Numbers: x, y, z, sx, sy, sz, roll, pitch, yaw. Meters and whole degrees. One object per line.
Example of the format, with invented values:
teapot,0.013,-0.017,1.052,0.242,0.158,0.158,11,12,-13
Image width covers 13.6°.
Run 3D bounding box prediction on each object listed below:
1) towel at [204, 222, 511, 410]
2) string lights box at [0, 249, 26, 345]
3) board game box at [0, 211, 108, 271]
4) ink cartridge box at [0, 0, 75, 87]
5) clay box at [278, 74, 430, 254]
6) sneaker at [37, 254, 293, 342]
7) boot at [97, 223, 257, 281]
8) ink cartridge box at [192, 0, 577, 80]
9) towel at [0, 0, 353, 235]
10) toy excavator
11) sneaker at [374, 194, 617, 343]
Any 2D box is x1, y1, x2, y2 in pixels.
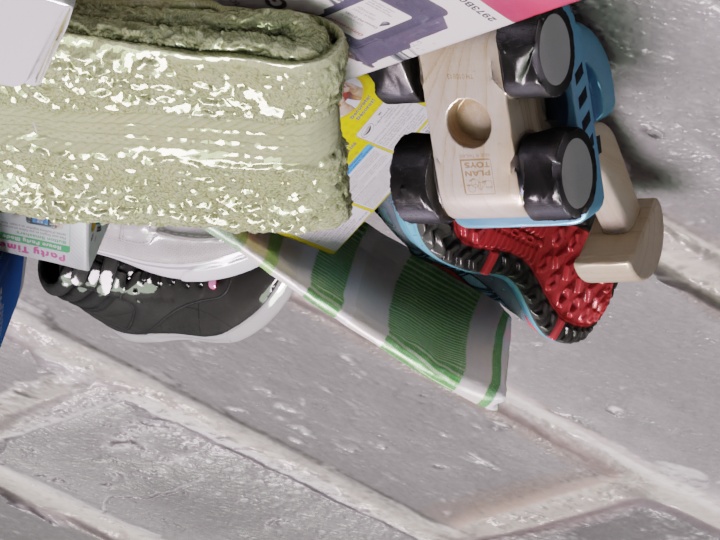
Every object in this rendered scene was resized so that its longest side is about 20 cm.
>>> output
towel,0.000,0.000,1.701,0.199,0.153,0.023,34,107,-7
string lights box,-0.247,0.013,1.674,0.102,0.200,0.059,9,111,-1
board game box,-0.205,-0.105,1.625,0.147,0.064,0.201,12,132,6
ink cartridge box,-0.175,-0.202,1.330,0.145,0.201,0.084,18,153,-11
clay box,-0.058,-0.087,1.588,0.199,0.048,0.115,22,122,-38
sneaker,-0.124,-0.002,1.856,0.099,0.071,0.199,27,156,-36
boot,-0.145,-0.048,1.771,0.199,0.074,0.096,5,160,20
ink cartridge box,-0.004,-0.172,1.441,0.144,0.085,0.199,33,148,-33
towel,-0.103,-0.074,1.494,0.199,0.037,0.149,3,139,5
toy excavator,0.102,-0.068,1.594,0.099,0.200,0.196,-2,106,30
sneaker,0.074,-0.026,1.736,0.095,0.080,0.200,26,174,44
